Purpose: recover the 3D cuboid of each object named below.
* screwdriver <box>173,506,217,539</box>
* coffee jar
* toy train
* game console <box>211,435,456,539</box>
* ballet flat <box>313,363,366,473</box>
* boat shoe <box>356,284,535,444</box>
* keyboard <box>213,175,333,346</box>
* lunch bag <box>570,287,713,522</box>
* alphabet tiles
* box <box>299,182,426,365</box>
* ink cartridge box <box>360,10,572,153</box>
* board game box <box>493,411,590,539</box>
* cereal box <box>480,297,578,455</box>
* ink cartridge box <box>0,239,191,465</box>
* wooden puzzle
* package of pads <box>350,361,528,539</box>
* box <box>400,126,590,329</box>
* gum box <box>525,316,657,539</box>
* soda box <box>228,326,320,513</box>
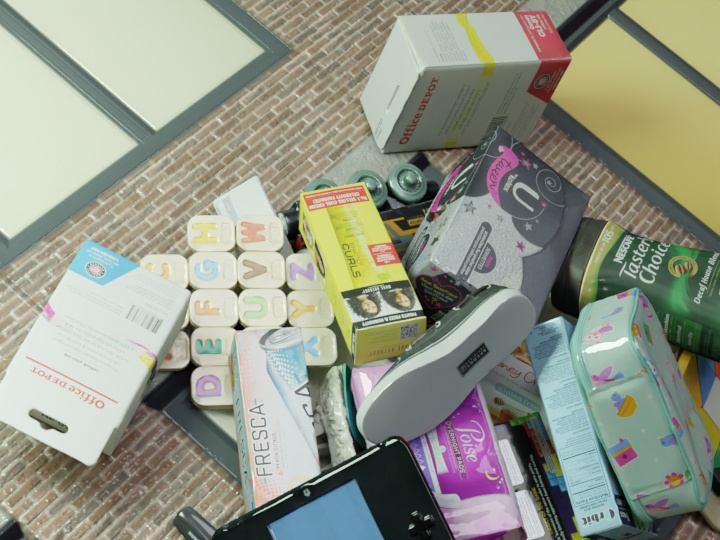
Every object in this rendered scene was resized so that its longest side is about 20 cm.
[{"bbox_3d":[-0.095,0.287,1.404,0.029,0.028,0.200,-42,77,-8],"label":"screwdriver"},{"bbox_3d":[0.296,0.017,1.594,0.198,0.086,0.105,16,58,19],"label":"coffee jar"},{"bbox_3d":[0.010,-0.042,1.661,0.198,0.085,0.115,-13,70,-29],"label":"toy train"},{"bbox_3d":[-0.010,0.264,1.357,0.198,0.031,0.178,-28,86,7],"label":"game console"},{"bbox_3d":[-0.022,0.179,1.493,0.071,0.072,0.202,2,53,-21],"label":"ballet flat"},{"bbox_3d":[0.072,0.084,1.426,0.199,0.069,0.056,-37,31,-15],"label":"boat shoe"},{"bbox_3d":[-0.091,-0.002,1.604,0.056,0.011,0.202,-27,68,3],"label":"keyboard"},{"bbox_3d":[0.264,0.126,1.471,0.202,0.076,0.161,66,18,-13],"label":"lunch bag"},{"bbox_3d":[-0.120,0.038,1.550,0.193,0.015,0.202,0,67,-9],"label":"alphabet tiles"},{"bbox_3d":[0.000,0.000,1.521,0.074,0.051,0.201,-10,44,-13],"label":"box"},{"bbox_3d":[0.117,-0.215,1.788,0.198,0.146,0.084,-7,57,-27],"label":"ink cartridge box"},{"bbox_3d":[0.125,0.251,1.480,0.163,0.057,0.202,-13,60,-11],"label":"board game box"},{"bbox_3d":[0.171,0.108,1.639,0.143,0.040,0.201,28,50,-1],"label":"cereal box"},{"bbox_3d":[-0.251,0.086,1.450,0.114,0.068,0.201,26,58,1],"label":"ink cartridge box"},{"bbox_3d":[0.361,0.141,1.633,0.200,0.037,0.186,46,55,-22],"label":"wooden puzzle"},{"bbox_3d":[0.070,0.172,1.446,0.119,0.076,0.202,-13,59,-6],"label":"package of pads"},{"bbox_3d":[0.128,-0.022,1.595,0.132,0.115,0.201,36,52,-9],"label":"box"},{"bbox_3d":[0.223,0.159,1.516,0.044,0.170,0.202,-19,71,16],"label":"gum box"},{"bbox_3d":[-0.078,0.157,1.459,0.067,0.064,0.202,-3,65,-13],"label":"soda box"}]
